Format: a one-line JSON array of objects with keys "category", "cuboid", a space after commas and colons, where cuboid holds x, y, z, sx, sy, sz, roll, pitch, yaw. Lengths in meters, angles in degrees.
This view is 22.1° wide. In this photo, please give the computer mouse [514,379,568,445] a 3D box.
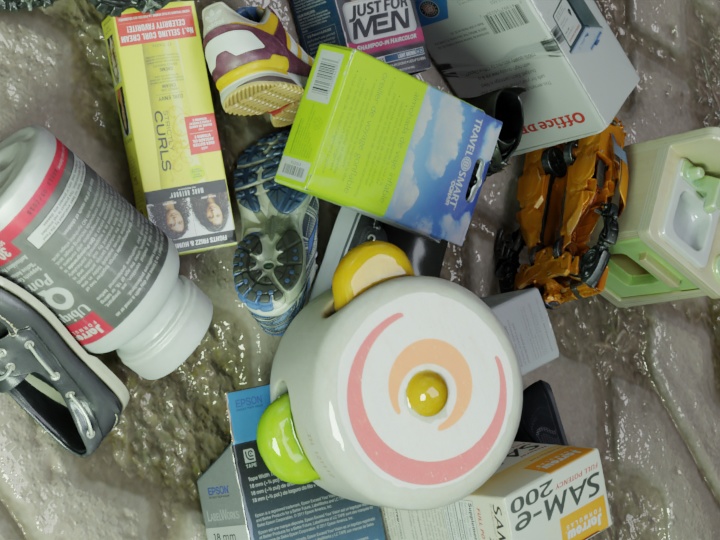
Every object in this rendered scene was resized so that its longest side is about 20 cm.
[{"category": "computer mouse", "cuboid": [0.167, 0.177, 1.691, 0.200, 0.052, 0.139, -101, 177, -58]}]

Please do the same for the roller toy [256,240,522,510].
[{"category": "roller toy", "cuboid": [0.031, 0.094, 1.466, 0.182, 0.140, 0.201, 24, 79, -20]}]

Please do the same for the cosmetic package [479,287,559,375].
[{"category": "cosmetic package", "cuboid": [0.074, 0.082, 1.643, 0.199, 0.101, 0.074, -24, 97, -40]}]

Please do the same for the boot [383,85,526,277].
[{"category": "boot", "cuboid": [0.082, -0.067, 1.649, 0.077, 0.138, 0.201, 12, 76, -39]}]

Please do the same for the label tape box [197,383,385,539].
[{"category": "label tape box", "cuboid": [-0.057, 0.193, 1.534, 0.144, 0.063, 0.201, -8, 86, -42]}]

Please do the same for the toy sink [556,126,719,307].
[{"category": "toy sink", "cuboid": [0.297, -0.044, 1.793, 0.130, 0.199, 0.113, 35, 61, -33]}]

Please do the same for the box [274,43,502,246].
[{"category": "box", "cuboid": [0.027, -0.102, 1.545, 0.199, 0.048, 0.123, 19, 90, -46]}]

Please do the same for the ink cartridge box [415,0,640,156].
[{"category": "ink cartridge box", "cuboid": [0.145, -0.219, 1.723, 0.200, 0.146, 0.086, 54, 51, -22]}]

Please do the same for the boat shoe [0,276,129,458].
[{"category": "boat shoe", "cuboid": [-0.255, 0.067, 1.376, 0.200, 0.072, 0.063, 45, 54, -32]}]

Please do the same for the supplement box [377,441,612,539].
[{"category": "supplement box", "cuboid": [0.097, 0.197, 1.574, 0.126, 0.199, 0.074, -21, 104, -42]}]

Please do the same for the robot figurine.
[{"category": "robot figurine", "cuboid": [0.198, -0.050, 1.751, 0.058, 0.145, 0.201, 32, 56, -36]}]

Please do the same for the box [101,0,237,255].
[{"category": "box", "cuboid": [-0.154, -0.113, 1.494, 0.075, 0.050, 0.201, -9, 89, -18]}]

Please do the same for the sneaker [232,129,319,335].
[{"category": "sneaker", "cuboid": [-0.069, -0.032, 1.561, 0.085, 0.076, 0.201, 79, 17, -51]}]

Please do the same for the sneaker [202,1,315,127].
[{"category": "sneaker", "cuboid": [-0.071, -0.177, 1.542, 0.200, 0.075, 0.091, 4, 65, -73]}]

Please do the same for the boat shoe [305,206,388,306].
[{"category": "boat shoe", "cuboid": [0.000, 0.000, 1.588, 0.066, 0.070, 0.201, 18, 54, 3]}]

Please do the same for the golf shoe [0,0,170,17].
[{"category": "golf shoe", "cuboid": [-0.246, -0.252, 1.446, 0.199, 0.078, 0.095, 8, 37, -24]}]

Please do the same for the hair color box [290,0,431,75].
[{"category": "hair color box", "cuboid": [-0.013, -0.264, 1.650, 0.100, 0.060, 0.201, -19, 95, -42]}]

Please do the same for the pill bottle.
[{"category": "pill bottle", "cuboid": [-0.208, -0.008, 1.401, 0.200, 0.110, 0.111, 43, 58, -27]}]
